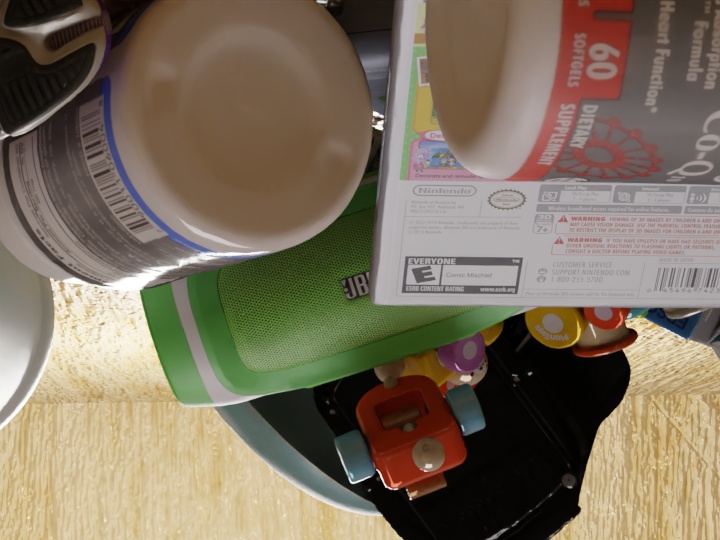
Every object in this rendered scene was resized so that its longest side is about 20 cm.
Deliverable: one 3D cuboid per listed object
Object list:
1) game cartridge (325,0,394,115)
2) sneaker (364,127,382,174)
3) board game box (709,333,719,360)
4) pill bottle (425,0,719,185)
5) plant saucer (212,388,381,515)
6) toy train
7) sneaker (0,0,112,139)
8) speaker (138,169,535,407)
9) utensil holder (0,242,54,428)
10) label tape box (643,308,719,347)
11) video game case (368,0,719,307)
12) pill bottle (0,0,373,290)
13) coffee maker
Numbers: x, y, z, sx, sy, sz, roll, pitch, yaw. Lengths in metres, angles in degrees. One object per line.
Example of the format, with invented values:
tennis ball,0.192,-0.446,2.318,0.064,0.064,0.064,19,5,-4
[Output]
game cartridge,0.071,-0.090,1.074,0.133,0.041,0.200,-8,171,20
sneaker,-0.021,-0.045,1.185,0.199,0.078,0.085,8,164,10
board game box,0.292,-0.013,1.256,0.200,0.034,0.134,-39,-169,-25
pill bottle,0.130,-0.086,0.798,0.199,0.117,0.116,0,172,-14
plant saucer,-0.041,0.061,1.317,0.027,0.200,0.200,-44,157,15
toy train,0.077,0.048,1.149,0.199,0.056,0.150,-24,-154,-7
sneaker,-0.171,-0.079,0.968,0.199,0.081,0.083,-17,-179,37
speaker,0.000,0.000,1.127,0.199,0.089,0.088,-18,171,3
utensil holder,-0.272,0.015,1.306,0.169,0.171,0.200,-2,172,6
label tape box,0.161,-0.009,1.353,0.143,0.066,0.200,29,-178,22
video game case,0.108,-0.053,0.996,0.199,0.022,0.183,1,137,-4
pill bottle,-0.087,-0.052,1.025,0.113,0.115,0.200,3,173,-27
coffee maker,0.074,0.087,1.322,0.134,0.193,0.200,-12,-174,16
